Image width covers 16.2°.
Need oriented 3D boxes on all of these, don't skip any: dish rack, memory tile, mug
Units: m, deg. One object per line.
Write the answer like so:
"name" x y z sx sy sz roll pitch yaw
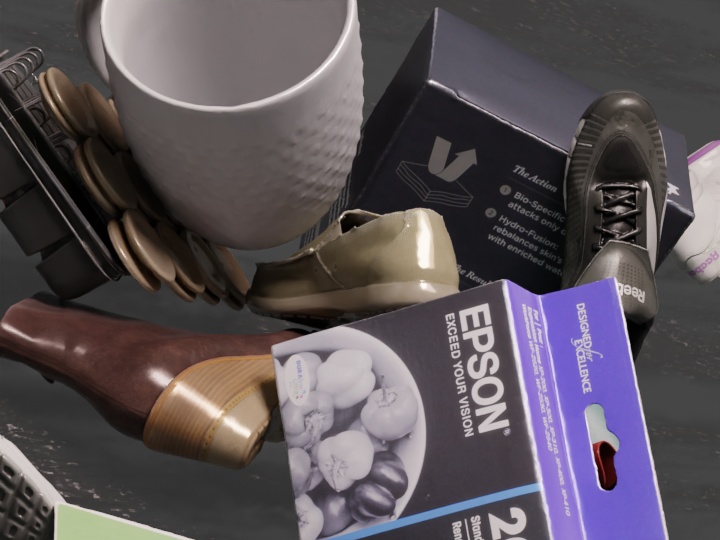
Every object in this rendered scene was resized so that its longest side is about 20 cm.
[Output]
"dish rack" -0.187 -0.069 1.542 0.154 0.054 0.200 57 13 -10
"memory tile" -0.130 -0.045 1.551 0.154 0.017 0.200 60 10 12
"mug" -0.090 -0.110 1.511 0.200 0.176 0.148 31 63 22

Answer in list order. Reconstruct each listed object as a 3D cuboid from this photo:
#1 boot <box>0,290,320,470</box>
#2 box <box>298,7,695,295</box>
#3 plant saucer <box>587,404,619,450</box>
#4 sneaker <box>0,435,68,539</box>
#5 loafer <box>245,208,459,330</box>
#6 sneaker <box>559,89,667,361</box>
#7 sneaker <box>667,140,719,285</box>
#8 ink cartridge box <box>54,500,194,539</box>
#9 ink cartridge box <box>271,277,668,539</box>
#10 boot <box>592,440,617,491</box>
"boot" -0.114 0.046 1.500 0.166 0.073 0.200 26 17 8
"box" 0.085 -0.031 1.674 0.196 0.200 0.118 26 29 -11
"plant saucer" 0.110 0.083 1.565 0.201 0.039 0.201 46 -10 10
"sneaker" -0.227 0.081 1.336 0.200 0.075 0.087 37 23 8
"loafer" 0.000 0.000 1.516 0.075 0.069 0.200 15 -10 -32
"sneaker" 0.156 -0.008 1.555 0.066 0.201 0.091 6 15 -7
"sneaker" 0.279 -0.043 2.036 0.100 0.075 0.200 53 30 0
"ink cartridge box" -0.096 0.218 1.257 0.145 0.048 0.200 19 35 -21
"ink cartridge box" 0.059 0.110 1.384 0.043 0.199 0.199 47 29 -61
"boot" 0.070 0.128 1.472 0.200 0.145 0.072 31 30 2
